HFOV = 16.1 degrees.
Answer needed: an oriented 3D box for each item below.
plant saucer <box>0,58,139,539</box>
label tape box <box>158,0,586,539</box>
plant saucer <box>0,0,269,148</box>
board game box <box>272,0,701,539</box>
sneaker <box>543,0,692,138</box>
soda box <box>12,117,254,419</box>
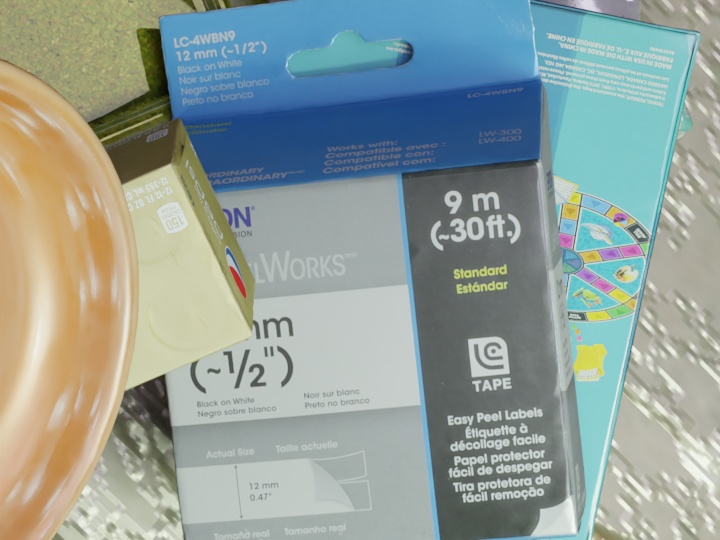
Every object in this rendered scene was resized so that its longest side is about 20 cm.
[{"bbox_3d":[-0.150,0.028,0.754,0.200,0.037,0.200,-25,125,-42],"label":"plant saucer"},{"bbox_3d":[0.000,0.000,0.914,0.143,0.066,0.200,-6,96,9],"label":"label tape box"},{"bbox_3d":[-0.131,-0.109,0.961,0.200,0.048,0.200,-24,96,-19],"label":"plant saucer"},{"bbox_3d":[0.035,-0.007,0.965,0.151,0.047,0.200,12,97,6],"label":"board game box"},{"bbox_3d":[0.094,-0.085,1.014,0.088,0.075,0.200,17,91,11],"label":"sneaker"},{"bbox_3d":[-0.139,0.022,0.859,0.200,0.064,0.068,-23,107,5],"label":"soda box"}]
